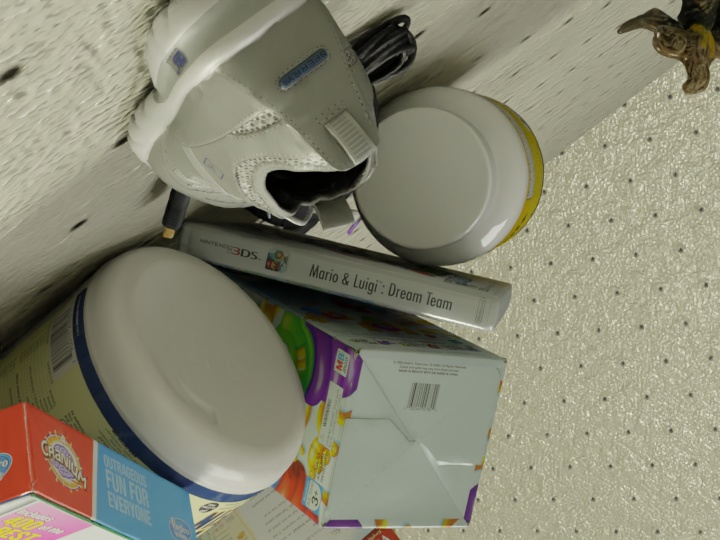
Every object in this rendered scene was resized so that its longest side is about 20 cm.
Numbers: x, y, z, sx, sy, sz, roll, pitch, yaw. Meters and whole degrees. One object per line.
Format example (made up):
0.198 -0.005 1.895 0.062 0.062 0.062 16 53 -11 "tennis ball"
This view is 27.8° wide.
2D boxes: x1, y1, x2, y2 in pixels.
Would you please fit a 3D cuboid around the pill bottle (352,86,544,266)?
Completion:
0.055 -0.060 0.925 0.111 0.112 0.200 -36 176 13 "pill bottle"

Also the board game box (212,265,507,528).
-0.020 0.070 0.878 0.104 0.104 0.200 6 -169 -32 "board game box"

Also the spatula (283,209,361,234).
-0.025 -0.040 1.143 0.200 0.021 0.057 -27 158 -55 "spatula"

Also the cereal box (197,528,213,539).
-0.165 0.182 0.931 0.144 0.040 0.200 -35 -156 0 "cereal box"

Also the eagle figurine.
0.243 -0.213 0.864 0.152 0.150 0.201 -117 -138 -55 "eagle figurine"

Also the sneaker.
-0.034 -0.043 0.517 0.075 0.082 0.200 -35 177 -6 "sneaker"

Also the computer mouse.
-0.041 -0.044 0.734 0.140 0.046 0.200 -36 177 -22 "computer mouse"

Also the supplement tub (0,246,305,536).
-0.144 0.096 0.793 0.200 0.145 0.145 -38 176 26 "supplement tub"

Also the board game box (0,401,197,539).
-0.195 0.130 0.659 0.199 0.041 0.153 -20 152 12 "board game box"

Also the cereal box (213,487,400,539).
-0.078 0.174 1.089 0.144 0.200 0.040 -34 176 -21 "cereal box"

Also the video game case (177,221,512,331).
0.000 0.000 0.886 0.200 0.181 0.024 -13 117 -82 "video game case"
